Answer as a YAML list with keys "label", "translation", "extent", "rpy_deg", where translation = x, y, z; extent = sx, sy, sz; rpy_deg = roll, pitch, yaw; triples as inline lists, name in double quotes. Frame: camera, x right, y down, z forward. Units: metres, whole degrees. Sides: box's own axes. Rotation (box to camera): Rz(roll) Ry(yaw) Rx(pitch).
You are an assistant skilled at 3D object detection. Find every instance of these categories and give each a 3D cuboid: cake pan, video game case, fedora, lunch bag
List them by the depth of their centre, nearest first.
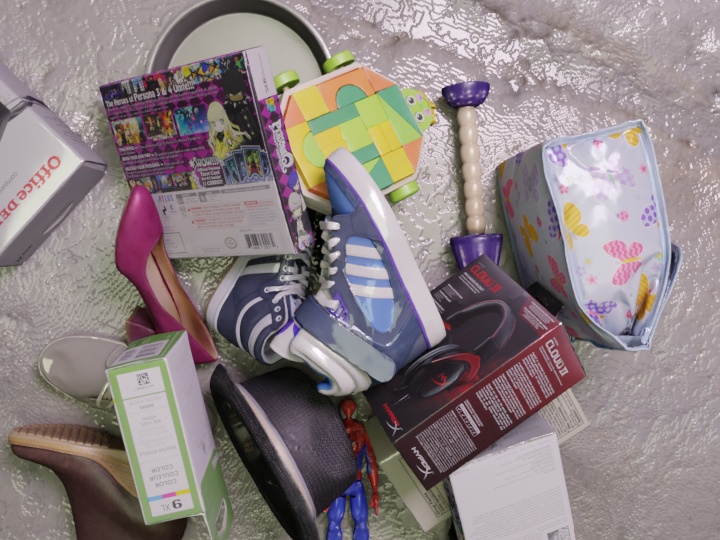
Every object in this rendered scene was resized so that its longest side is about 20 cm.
- label: "video game case"
  translation: [-0.148, -0.101, 0.755]
  extent: [0.198, 0.036, 0.183]
  rpy_deg: [-2, 111, 36]
- label: "lunch bag"
  translation: [0.221, -0.027, 0.776]
  extent: [0.126, 0.170, 0.203]
  rpy_deg: [-11, 91, -4]
- label: "fedora"
  translation: [-0.066, 0.166, 0.787]
  extent: [0.091, 0.200, 0.202]
  rpy_deg: [-28, 94, -20]
- label: "cake pan"
  translation: [-0.121, -0.180, 0.822]
  extent: [0.198, 0.037, 0.203]
  rpy_deg: [0, 93, -1]

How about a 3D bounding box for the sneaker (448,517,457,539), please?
- label: "sneaker"
  translation: [0.110, 0.322, 0.842]
  extent: [0.089, 0.070, 0.202]
  rpy_deg: [-16, 96, -4]

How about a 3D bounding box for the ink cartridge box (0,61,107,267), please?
- label: "ink cartridge box"
  translation: [-0.380, -0.122, 0.795]
  extent: [0.200, 0.084, 0.145]
  rpy_deg: [43, 91, -4]

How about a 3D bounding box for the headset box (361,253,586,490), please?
- label: "headset box"
  translation: [0.099, 0.082, 0.750]
  extent: [0.199, 0.149, 0.075]
  rpy_deg: [-35, 123, -1]

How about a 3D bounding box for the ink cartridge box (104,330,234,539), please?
- label: "ink cartridge box"
  translation: [-0.176, 0.168, 0.754]
  extent: [0.059, 0.104, 0.202]
  rpy_deg: [-13, 99, -1]

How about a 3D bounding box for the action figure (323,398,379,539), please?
- label: "action figure"
  translation: [-0.012, 0.237, 0.847]
  extent: [0.065, 0.052, 0.203]
  rpy_deg: [0, 91, 1]

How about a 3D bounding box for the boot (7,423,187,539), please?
- label: "boot"
  translation: [-0.279, 0.255, 0.826]
  extent: [0.198, 0.072, 0.168]
  rpy_deg: [15, 91, -6]

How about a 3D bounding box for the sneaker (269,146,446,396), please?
- label: "sneaker"
  translation: [-0.026, 0.012, 0.701]
  extent: [0.145, 0.081, 0.202]
  rpy_deg: [-28, 101, -4]

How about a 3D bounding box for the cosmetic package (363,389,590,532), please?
- label: "cosmetic package"
  translation: [0.115, 0.156, 0.815]
  extent: [0.199, 0.087, 0.104]
  rpy_deg: [-32, 111, -1]

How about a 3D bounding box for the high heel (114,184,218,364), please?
- label: "high heel"
  translation: [-0.183, 0.008, 0.787]
  extent: [0.095, 0.068, 0.201]
  rpy_deg: [12, 132, 5]

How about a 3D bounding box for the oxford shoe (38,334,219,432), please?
- label: "oxford shoe"
  translation: [-0.240, 0.122, 0.828]
  extent: [0.198, 0.058, 0.076]
  rpy_deg: [24, 94, -2]

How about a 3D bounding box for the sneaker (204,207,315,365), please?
- label: "sneaker"
  translation: [-0.070, -0.003, 0.794]
  extent: [0.108, 0.070, 0.201]
  rpy_deg: [36, 100, 37]

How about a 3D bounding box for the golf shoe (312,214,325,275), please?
- label: "golf shoe"
  translation: [0.000, 0.000, 0.828]
  extent: [0.093, 0.078, 0.203]
  rpy_deg: [2, 95, -19]

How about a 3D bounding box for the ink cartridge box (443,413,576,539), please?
- label: "ink cartridge box"
  translation: [0.148, 0.249, 0.775]
  extent: [0.108, 0.050, 0.202]
  rpy_deg: [-17, 109, -7]

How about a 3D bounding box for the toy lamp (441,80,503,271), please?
- label: "toy lamp"
  translation: [0.115, -0.088, 0.827]
  extent: [0.057, 0.058, 0.203]
  rpy_deg: [-4, 91, -1]

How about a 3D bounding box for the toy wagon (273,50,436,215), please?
- label: "toy wagon"
  translation: [0.004, -0.137, 0.782]
  extent: [0.199, 0.039, 0.156]
  rpy_deg: [-28, 92, -29]
